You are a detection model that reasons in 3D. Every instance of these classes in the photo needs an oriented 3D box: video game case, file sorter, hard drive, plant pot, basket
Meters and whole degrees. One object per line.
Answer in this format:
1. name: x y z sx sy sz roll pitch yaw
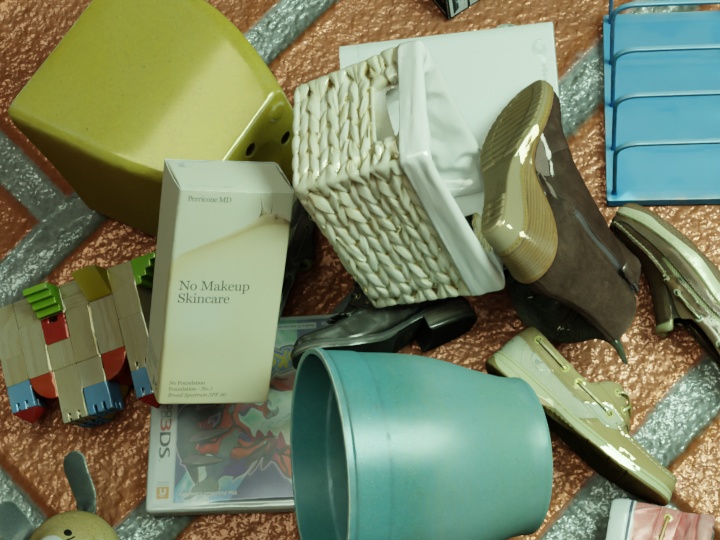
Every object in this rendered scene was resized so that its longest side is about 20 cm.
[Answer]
1. video game case: -0.097 0.132 1.346 0.198 0.023 0.184 -3 69 8
2. file sorter: 0.297 -0.177 1.351 0.138 0.123 0.201 -1 68 8
3. hard drive: 0.084 -0.151 1.343 0.198 0.026 0.133 -5 88 10
4. plant pot: -0.162 -0.134 1.352 0.199 0.196 0.195 28 76 27
5. basket: 0.032 -0.072 1.235 0.123 0.200 0.136 -15 51 18
6. plant pot: 0.053 0.160 1.219 0.186 0.200 0.201 -2 67 -15

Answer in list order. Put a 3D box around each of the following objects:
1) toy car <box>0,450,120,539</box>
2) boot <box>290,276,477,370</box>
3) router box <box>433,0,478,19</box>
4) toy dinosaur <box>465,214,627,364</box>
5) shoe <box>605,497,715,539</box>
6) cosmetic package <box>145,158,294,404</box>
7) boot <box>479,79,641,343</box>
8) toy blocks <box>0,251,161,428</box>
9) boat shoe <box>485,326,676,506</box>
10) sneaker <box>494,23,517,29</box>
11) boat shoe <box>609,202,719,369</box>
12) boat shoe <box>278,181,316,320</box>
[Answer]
1. toy car: -0.257 0.258 1.265 0.164 0.158 0.201 -33 56 6
2. boot: 0.000 0.000 1.348 0.199 0.069 0.175 -14 64 -25
3. router box: 0.098 -0.379 1.497 0.157 0.052 0.201 -32 67 -5
4. toy dinosaur: 0.175 0.015 1.333 0.102 0.077 0.201 -37 76 10
5. shoe: 0.242 0.290 1.204 0.090 0.072 0.201 5 65 17
6. cosmetic package: -0.123 0.011 1.254 0.103 0.201 0.073 0 26 -18
7. boot: 0.180 -0.053 1.275 0.072 0.166 0.201 -28 35 43
8. toy blocks: -0.256 0.082 1.360 0.199 0.100 0.138 -19 76 13
9. boat shoe: 0.202 0.123 1.275 0.200 0.074 0.066 40 77 16
10. sneaker: 0.124 -0.142 1.384 0.074 0.087 0.202 3 71 8
11. boat shoe: 0.288 0.026 1.300 0.075 0.075 0.202 -44 69 -4
12. boat shoe: -0.075 -0.019 1.382 0.066 0.072 0.202 36 57 -18
